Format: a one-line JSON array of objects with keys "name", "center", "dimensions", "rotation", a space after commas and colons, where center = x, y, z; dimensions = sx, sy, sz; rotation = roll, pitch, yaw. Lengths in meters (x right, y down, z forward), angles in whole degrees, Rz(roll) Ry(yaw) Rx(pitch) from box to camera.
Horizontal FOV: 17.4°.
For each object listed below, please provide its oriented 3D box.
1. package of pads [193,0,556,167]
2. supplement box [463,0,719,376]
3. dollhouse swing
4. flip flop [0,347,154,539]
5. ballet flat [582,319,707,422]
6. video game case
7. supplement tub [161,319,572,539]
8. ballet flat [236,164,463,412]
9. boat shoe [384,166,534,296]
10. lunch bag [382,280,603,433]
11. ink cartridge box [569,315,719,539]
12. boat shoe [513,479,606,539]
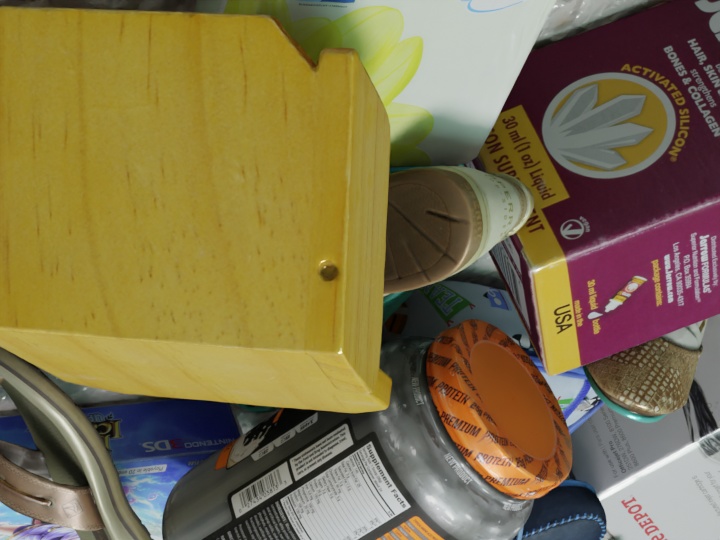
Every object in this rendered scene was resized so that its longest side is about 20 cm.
[{"name": "package of pads", "center": [0.012, -0.130, 1.061], "dimensions": [0.154, 0.068, 0.200], "rotation": [-3, 141, -26]}, {"name": "supplement box", "center": [0.158, -0.053, 1.187], "dimensions": [0.200, 0.131, 0.103], "rotation": [-21, 144, -5]}, {"name": "dollhouse swing", "center": [-0.079, -0.022, 1.076], "dimensions": [0.200, 0.182, 0.176], "rotation": [3, -177, 16]}, {"name": "flip flop", "center": [-0.163, 0.108, 1.207], "dimensions": [0.058, 0.081, 0.200], "rotation": [-36, 124, -18]}, {"name": "ballet flat", "center": [0.158, 0.017, 1.262], "dimensions": [0.070, 0.200, 0.065], "rotation": [30, 110, -4]}, {"name": "video game case", "center": [-0.182, 0.151, 1.329], "dimensions": [0.200, 0.045, 0.181], "rotation": [-5, 141, -24]}, {"name": "supplement tub", "center": [0.004, 0.115, 1.225], "dimensions": [0.200, 0.123, 0.123], "rotation": [-34, 143, 25]}, {"name": "ballet flat", "center": [0.000, 0.000, 1.233], "dimensions": [0.070, 0.067, 0.200], "rotation": [-9, 148, -53]}, {"name": "boat shoe", "center": [-0.006, -0.011, 1.152], "dimensions": [0.200, 0.073, 0.063], "rotation": [-7, -176, 41]}, {"name": "lunch bag", "center": [0.047, 0.090, 1.356], "dimensions": [0.160, 0.076, 0.200], "rotation": [13, 132, -42]}, {"name": "ink cartridge box", "center": [0.232, 0.096, 1.454], "dimensions": [0.200, 0.084, 0.145], "rotation": [-29, 143, 8]}, {"name": "boat shoe", "center": [0.060, 0.195, 1.376], "dimensions": [0.200, 0.069, 0.084], "rotation": [-31, 136, 9]}]
